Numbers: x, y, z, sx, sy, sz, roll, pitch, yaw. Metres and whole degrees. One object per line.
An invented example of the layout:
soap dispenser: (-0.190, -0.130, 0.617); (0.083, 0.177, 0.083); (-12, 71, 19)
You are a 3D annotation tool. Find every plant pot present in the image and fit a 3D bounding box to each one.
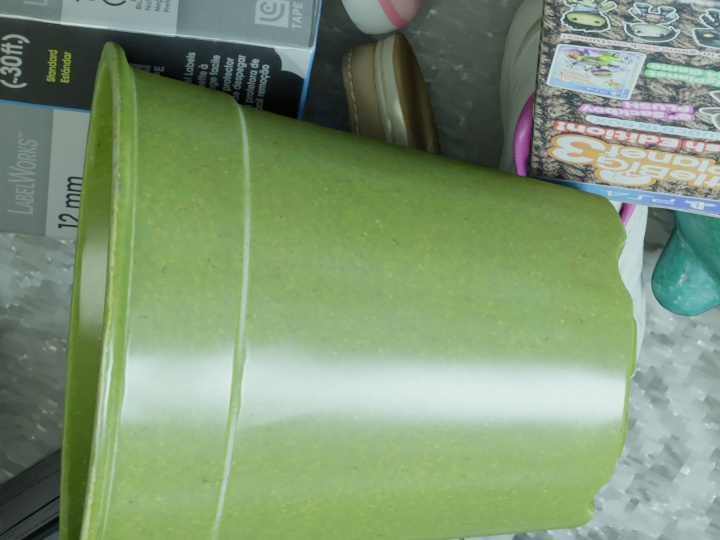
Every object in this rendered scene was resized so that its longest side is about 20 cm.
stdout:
plant pot: (-0.006, 0.025, 0.984); (0.189, 0.200, 0.200); (4, 111, -9)

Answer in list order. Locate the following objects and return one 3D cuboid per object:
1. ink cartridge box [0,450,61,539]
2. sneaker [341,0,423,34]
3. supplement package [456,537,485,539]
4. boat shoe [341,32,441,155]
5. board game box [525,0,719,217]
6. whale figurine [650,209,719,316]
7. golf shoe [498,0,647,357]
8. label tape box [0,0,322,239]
ink cartridge box: (-0.113, 0.141, 1.110); (0.144, 0.200, 0.084); (-31, 104, 27)
sneaker: (0.034, -0.190, 1.051); (0.104, 0.075, 0.201); (-1, 106, 12)
supplement package: (0.004, 0.229, 1.141); (0.200, 0.151, 0.152); (-32, 134, 16)
boat shoe: (0.000, 0.000, 1.122); (0.069, 0.074, 0.200); (-1, 116, 8)
board game box: (0.118, -0.126, 0.949); (0.097, 0.200, 0.160); (9, 74, 4)
whale figurine: (0.194, -0.002, 1.087); (0.159, 0.104, 0.200); (-11, 107, 10)
golf shoe: (0.081, -0.012, 1.104); (0.075, 0.092, 0.200); (0, 111, 4)
label tape box: (-0.121, -0.075, 1.067); (0.199, 0.066, 0.143); (4, 146, -6)
